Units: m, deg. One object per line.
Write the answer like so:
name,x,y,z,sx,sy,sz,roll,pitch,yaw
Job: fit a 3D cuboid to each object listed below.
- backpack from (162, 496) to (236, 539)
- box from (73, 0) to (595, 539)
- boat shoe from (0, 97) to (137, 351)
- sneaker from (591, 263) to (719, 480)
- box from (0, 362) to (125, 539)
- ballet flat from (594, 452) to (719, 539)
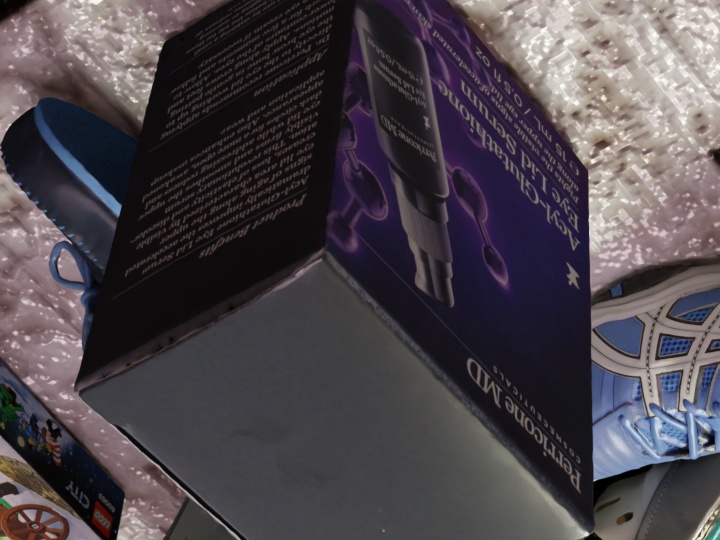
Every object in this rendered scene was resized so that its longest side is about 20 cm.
backpack,0.006,0.155,0.879,0.200,0.176,0.154,-4,115,19
box,0.000,0.000,0.735,0.104,0.200,0.148,-29,123,26
boat shoe,-0.075,0.017,0.831,0.069,0.084,0.200,-36,118,16
sneaker,0.147,0.039,0.840,0.200,0.077,0.076,-33,123,29
box,-0.216,0.072,0.919,0.136,0.038,0.200,-23,125,22
ballet flat,0.122,0.130,0.933,0.064,0.067,0.200,30,130,16
